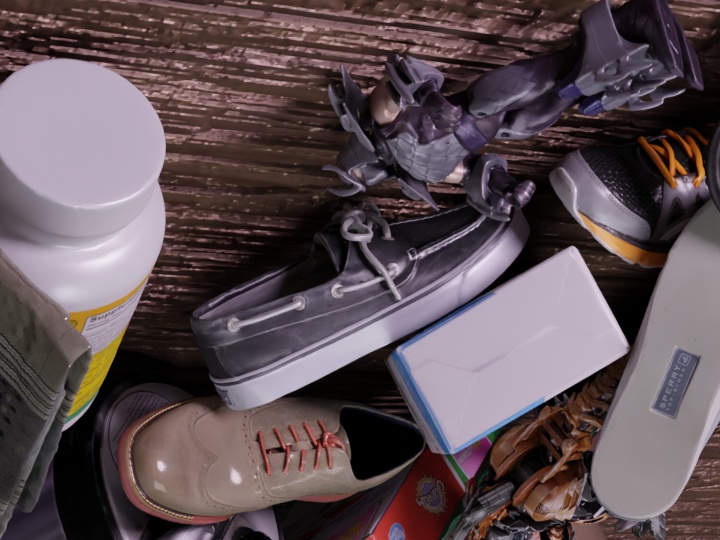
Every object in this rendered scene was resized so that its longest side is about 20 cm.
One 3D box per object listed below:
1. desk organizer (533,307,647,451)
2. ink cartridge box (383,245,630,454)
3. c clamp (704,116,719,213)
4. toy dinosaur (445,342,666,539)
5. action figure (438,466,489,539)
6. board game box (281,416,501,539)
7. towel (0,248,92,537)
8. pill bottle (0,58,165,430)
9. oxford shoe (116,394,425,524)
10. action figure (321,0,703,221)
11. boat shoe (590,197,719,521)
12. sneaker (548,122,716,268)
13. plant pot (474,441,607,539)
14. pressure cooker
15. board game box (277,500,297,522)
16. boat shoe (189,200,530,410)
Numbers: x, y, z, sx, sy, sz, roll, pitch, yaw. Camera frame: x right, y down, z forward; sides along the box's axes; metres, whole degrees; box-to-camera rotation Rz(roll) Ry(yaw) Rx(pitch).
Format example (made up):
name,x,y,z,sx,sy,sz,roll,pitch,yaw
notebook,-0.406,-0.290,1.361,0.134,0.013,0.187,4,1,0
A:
name,x,y,z,sx,sy,sz,roll,pitch,yaw
desk organizer,0.197,0.040,1.355,0.077,0.072,0.200,16,138,-40
ink cartridge box,0.078,0.049,1.248,0.115,0.068,0.200,-29,177,-4
c clamp,0.271,-0.064,1.117,0.170,0.027,0.201,26,101,-2
toy dinosaur,0.117,0.124,1.273,0.135,0.103,0.200,-9,162,-43
action figure,0.055,0.187,1.387,0.201,0.055,0.118,-53,171,14
board game box,-0.003,0.165,1.372,0.153,0.040,0.200,-35,-172,31
towel,-0.209,0.019,1.016,0.034,0.200,0.193,-35,166,-39
pill bottle,-0.158,-0.008,1.052,0.112,0.114,0.200,-2,148,-24
oxford shoe,-0.047,0.095,1.195,0.074,0.071,0.199,-19,170,41
action figure,0.069,-0.080,1.090,0.199,0.070,0.130,-23,155,18
boat shoe,0.180,0.039,1.176,0.202,0.070,0.072,-64,177,4
sneaker,0.190,-0.051,1.205,0.199,0.079,0.078,1,133,-34
plant pot,0.105,0.216,1.521,0.198,0.201,0.176,-14,132,-3
pressure cooker,-0.140,0.158,1.280,0.199,0.177,0.178,-30,150,30
board game box,-0.083,0.204,1.537,0.198,0.029,0.135,-3,147,-21
boat shoe,-0.001,-0.001,1.187,0.198,0.074,0.068,-27,112,-7
